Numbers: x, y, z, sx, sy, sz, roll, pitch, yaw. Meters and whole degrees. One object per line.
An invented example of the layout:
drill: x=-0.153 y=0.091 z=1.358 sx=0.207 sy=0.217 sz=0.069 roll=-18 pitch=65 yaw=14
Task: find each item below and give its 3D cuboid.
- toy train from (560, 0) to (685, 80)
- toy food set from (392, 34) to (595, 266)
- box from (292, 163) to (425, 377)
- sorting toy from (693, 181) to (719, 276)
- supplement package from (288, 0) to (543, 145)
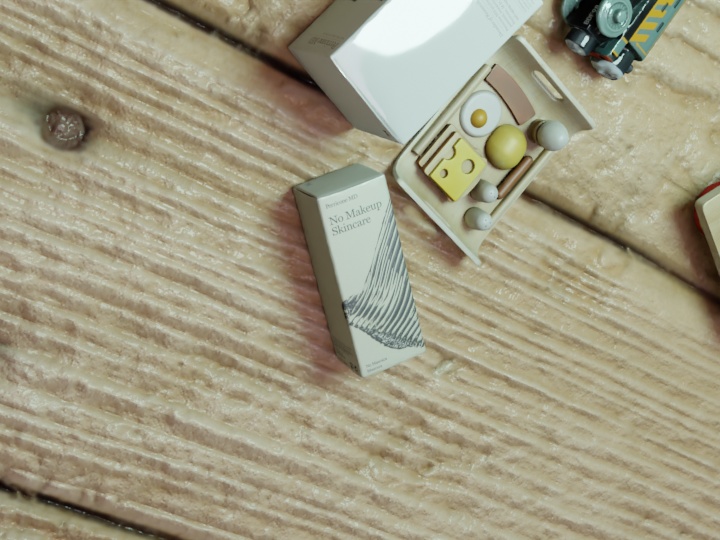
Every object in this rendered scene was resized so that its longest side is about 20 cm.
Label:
toy train: x=0.297 y=-0.299 z=1.300 sx=0.114 sy=0.085 sz=0.200 roll=36 pitch=88 yaw=-38
toy food set: x=0.142 y=-0.124 z=1.285 sx=0.143 sy=0.060 sz=0.200 roll=43 pitch=84 yaw=-28
box: x=0.000 y=0.000 z=1.250 sx=0.082 sy=0.068 sz=0.201 roll=-22 pitch=113 yaw=-18
sorting toy: x=0.497 y=-0.053 z=1.455 sx=0.199 sy=0.070 sz=0.199 roll=-30 pitch=115 yaw=-7
supplement package: x=0.052 y=-0.236 z=1.182 sx=0.200 sy=0.117 sz=0.117 roll=-46 pitch=118 yaw=-7
